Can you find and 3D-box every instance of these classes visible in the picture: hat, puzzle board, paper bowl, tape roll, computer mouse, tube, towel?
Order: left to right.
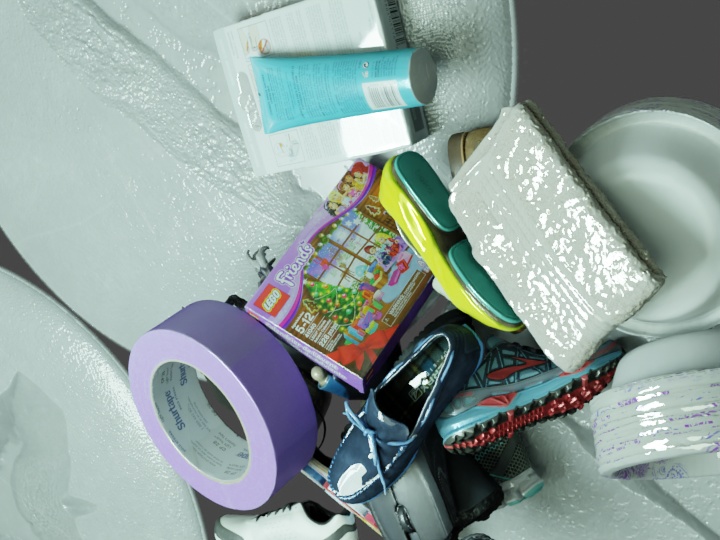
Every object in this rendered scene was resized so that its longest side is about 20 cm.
[{"bbox_3d":[-0.137,0.133,1.004,0.199,0.065,0.202,23,129,31],"label":"tape roll"},{"bbox_3d":[-0.084,0.141,1.133,0.199,0.081,0.201,31,164,10],"label":"hat"},{"bbox_3d":[-0.024,-0.174,0.968,0.198,0.050,0.078,1,105,34],"label":"tube"},{"bbox_3d":[-0.015,0.243,1.090,0.150,0.017,0.200,23,160,46],"label":"puzzle board"},{"bbox_3d":[0.046,0.205,0.967,0.138,0.052,0.202,-28,68,33],"label":"computer mouse"},{"bbox_3d":[0.154,-0.030,0.849,0.201,0.034,0.133,57,138,20],"label":"towel"},{"bbox_3d":[0.253,-0.040,0.874,0.198,0.104,0.203,11,113,26],"label":"paper bowl"},{"bbox_3d":[0.296,0.115,0.872,0.199,0.200,0.106,-18,67,33],"label":"paper bowl"}]

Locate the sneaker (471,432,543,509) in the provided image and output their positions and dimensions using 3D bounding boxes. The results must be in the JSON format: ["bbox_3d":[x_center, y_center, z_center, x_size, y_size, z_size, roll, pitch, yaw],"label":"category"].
[{"bbox_3d":[0.099,0.214,1.096,0.198,0.077,0.092,-21,82,30],"label":"sneaker"}]

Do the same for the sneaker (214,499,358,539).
[{"bbox_3d":[-0.087,0.310,1.234,0.197,0.074,0.081,3,100,22],"label":"sneaker"}]

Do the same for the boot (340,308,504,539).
[{"bbox_3d":[0.090,0.164,1.022,0.168,0.076,0.201,46,106,28],"label":"boot"}]

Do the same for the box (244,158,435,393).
[{"bbox_3d":[0.000,0.000,0.991,0.136,0.201,0.039,29,157,16],"label":"box"}]

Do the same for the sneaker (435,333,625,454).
[{"bbox_3d":[0.155,0.093,0.964,0.080,0.198,0.096,94,154,-60],"label":"sneaker"}]

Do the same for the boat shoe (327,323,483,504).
[{"bbox_3d":[0.026,0.124,0.922,0.084,0.068,0.201,36,100,28],"label":"boat shoe"}]

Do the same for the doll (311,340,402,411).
[{"bbox_3d":[0.012,0.084,1.078,0.135,0.049,0.202,-10,121,-5],"label":"doll"}]

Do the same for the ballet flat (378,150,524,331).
[{"bbox_3d":[0.080,-0.018,0.936,0.201,0.066,0.067,56,141,16],"label":"ballet flat"}]

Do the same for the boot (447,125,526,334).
[{"bbox_3d":[0.143,-0.038,0.967,0.075,0.074,0.202,-11,100,25],"label":"boot"}]

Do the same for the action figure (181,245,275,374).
[{"bbox_3d":[-0.093,0.033,1.095,0.120,0.198,0.102,85,161,-46],"label":"action figure"}]

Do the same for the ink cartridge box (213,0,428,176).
[{"bbox_3d":[-0.041,-0.189,1.027,0.198,0.047,0.162,-7,105,34],"label":"ink cartridge box"}]
